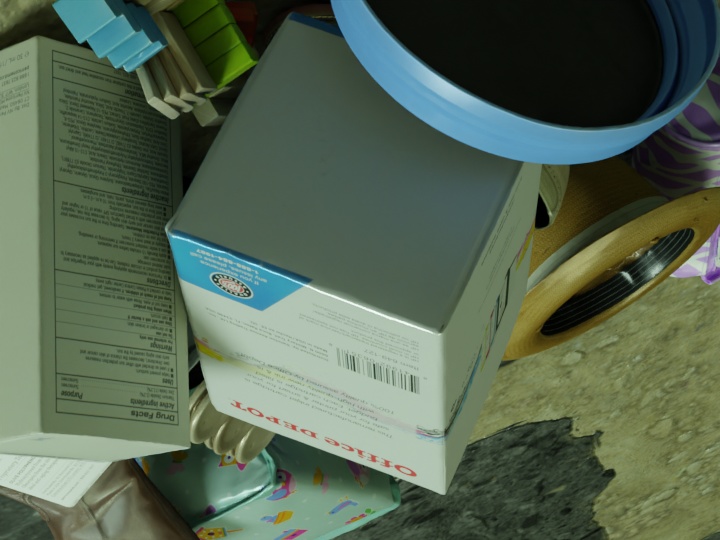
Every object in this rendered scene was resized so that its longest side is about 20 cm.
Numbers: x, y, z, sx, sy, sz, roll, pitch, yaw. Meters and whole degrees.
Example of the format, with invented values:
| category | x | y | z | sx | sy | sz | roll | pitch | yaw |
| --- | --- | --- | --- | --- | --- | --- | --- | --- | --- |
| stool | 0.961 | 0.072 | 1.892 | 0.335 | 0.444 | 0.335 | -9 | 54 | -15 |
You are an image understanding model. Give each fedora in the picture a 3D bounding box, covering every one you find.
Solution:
| category | x | y | z | sx | sy | sz | roll | pitch | yaw |
| --- | --- | --- | --- | --- | --- | --- | --- | --- | --- |
| fedora | 0.147 | -0.021 | 1.202 | 0.200 | 0.082 | 0.201 | -31 | 165 | -9 |

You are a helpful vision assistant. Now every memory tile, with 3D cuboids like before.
| category | x | y | z | sx | sy | sz | roll | pitch | yaw |
| --- | --- | --- | --- | --- | --- | --- | --- | --- | --- |
| memory tile | -0.042 | 0.033 | 1.195 | 0.200 | 0.017 | 0.153 | -56 | 162 | -2 |

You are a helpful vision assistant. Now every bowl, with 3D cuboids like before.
| category | x | y | z | sx | sy | sz | roll | pitch | yaw |
| --- | --- | --- | --- | --- | --- | --- | --- | --- | --- |
| bowl | 0.078 | -0.136 | 0.908 | 0.200 | 0.201 | 0.039 | -9 | 150 | -26 |

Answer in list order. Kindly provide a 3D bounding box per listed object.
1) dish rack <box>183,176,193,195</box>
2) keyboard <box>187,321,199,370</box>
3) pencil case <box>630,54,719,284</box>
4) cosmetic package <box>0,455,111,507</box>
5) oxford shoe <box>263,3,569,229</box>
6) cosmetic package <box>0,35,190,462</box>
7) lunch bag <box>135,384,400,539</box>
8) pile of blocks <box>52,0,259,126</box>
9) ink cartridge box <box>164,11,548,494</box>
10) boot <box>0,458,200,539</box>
| category | x | y | z | sx | sy | sz | roll | pitch | yaw |
| --- | --- | --- | --- | --- | --- | --- | --- | --- | --- |
| dish rack | -0.166 | 0.008 | 1.124 | 0.200 | 0.055 | 0.153 | -37 | 149 | 23 |
| keyboard | -0.109 | 0.054 | 1.123 | 0.056 | 0.011 | 0.200 | -18 | -155 | 46 |
| pencil case | 0.229 | -0.066 | 1.272 | 0.084 | 0.086 | 0.200 | -28 | 152 | -9 |
| cosmetic package | -0.225 | 0.040 | 1.009 | 0.199 | 0.108 | 0.085 | 22 | 133 | -24 |
| oxford shoe | 0.036 | -0.086 | 1.038 | 0.199 | 0.075 | 0.070 | 21 | 141 | -17 |
| cosmetic package | -0.147 | -0.007 | 0.945 | 0.073 | 0.201 | 0.103 | -13 | 163 | 39 |
| lunch bag | -0.100 | 0.162 | 1.376 | 0.200 | 0.122 | 0.170 | -29 | 154 | 25 |
| pile of blocks | -0.096 | -0.131 | 0.907 | 0.062 | 0.082 | 0.200 | -33 | 151 | 17 |
| ink cartridge box | 0.004 | -0.003 | 0.971 | 0.147 | 0.145 | 0.200 | 20 | 153 | 12 |
| boot | -0.215 | 0.177 | 1.255 | 0.186 | 0.064 | 0.200 | -21 | 121 | 12 |
